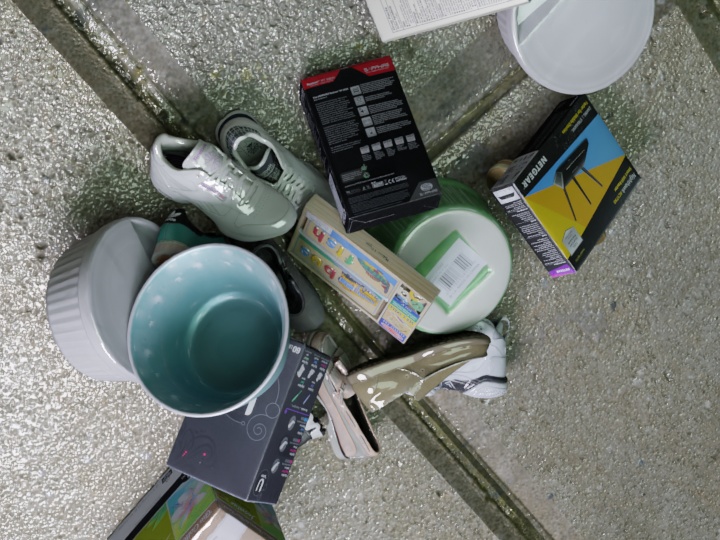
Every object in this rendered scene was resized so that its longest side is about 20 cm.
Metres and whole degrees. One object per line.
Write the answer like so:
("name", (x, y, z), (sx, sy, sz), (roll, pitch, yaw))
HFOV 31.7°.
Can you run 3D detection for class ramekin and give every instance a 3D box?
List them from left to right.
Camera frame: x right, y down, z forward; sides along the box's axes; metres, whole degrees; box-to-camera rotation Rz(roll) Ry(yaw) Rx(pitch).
("ramekin", (-0.292, 0.042, 1.538), (0.093, 0.203, 0.204), (-12, 121, 31))
("ramekin", (0.106, -0.014, 1.690), (0.197, 0.098, 0.203), (-6, 111, -16))
("ramekin", (0.265, -0.335, 1.614), (0.199, 0.094, 0.205), (-6, 112, -16))

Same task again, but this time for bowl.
("bowl", (-0.161, 0.079, 1.489), (0.201, 0.201, 0.105), (-43, 157, 2))

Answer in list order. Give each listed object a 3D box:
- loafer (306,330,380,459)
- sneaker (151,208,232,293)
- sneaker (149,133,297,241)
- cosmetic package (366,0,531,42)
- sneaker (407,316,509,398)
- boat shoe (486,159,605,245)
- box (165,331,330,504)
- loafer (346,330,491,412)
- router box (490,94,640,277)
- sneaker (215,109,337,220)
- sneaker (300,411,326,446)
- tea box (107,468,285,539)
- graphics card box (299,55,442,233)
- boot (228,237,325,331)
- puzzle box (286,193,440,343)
("loafer", (-0.020, 0.169, 1.726), (0.062, 0.072, 0.202), (0, 121, 27))
("sneaker", (-0.178, -0.003, 1.588), (0.071, 0.081, 0.200), (-10, 144, 32))
("sneaker", (-0.170, -0.101, 1.527), (0.198, 0.100, 0.075), (24, 65, 7))
("cosmetic package", (0.107, -0.354, 1.509), (0.198, 0.087, 0.104), (-8, 119, 29))
("sneaker", (0.117, 0.111, 1.758), (0.197, 0.075, 0.117), (5, 101, -16))
("boat shoe", (0.255, -0.102, 1.731), (0.199, 0.073, 0.064), (26, 56, -21))
("box", (-0.136, 0.173, 1.574), (0.121, 0.106, 0.202), (18, 84, 21))
("loafer", (0.082, 0.132, 1.684), (0.197, 0.076, 0.068), (-17, 96, 2))
("router box", (0.273, -0.113, 1.667), (0.150, 0.051, 0.200), (51, 56, -17))
("sneaker", (-0.100, -0.116, 1.597), (0.199, 0.081, 0.077), (37, 94, -27))
("sneaker", (-0.128, 0.171, 1.702), (0.090, 0.066, 0.201), (-35, 118, -7))
("tea box", (-0.218, 0.368, 1.676), (0.133, 0.197, 0.200), (39, 95, -26))
("graphics card box", (0.011, -0.157, 1.568), (0.124, 0.051, 0.202), (-16, 69, -12))
("boot", (-0.098, 0.029, 1.618), (0.070, 0.132, 0.200), (-39, 122, 0))
("puzzle box", (0.000, 0.000, 1.604), (0.199, 0.133, 0.025), (38, 62, 5))
